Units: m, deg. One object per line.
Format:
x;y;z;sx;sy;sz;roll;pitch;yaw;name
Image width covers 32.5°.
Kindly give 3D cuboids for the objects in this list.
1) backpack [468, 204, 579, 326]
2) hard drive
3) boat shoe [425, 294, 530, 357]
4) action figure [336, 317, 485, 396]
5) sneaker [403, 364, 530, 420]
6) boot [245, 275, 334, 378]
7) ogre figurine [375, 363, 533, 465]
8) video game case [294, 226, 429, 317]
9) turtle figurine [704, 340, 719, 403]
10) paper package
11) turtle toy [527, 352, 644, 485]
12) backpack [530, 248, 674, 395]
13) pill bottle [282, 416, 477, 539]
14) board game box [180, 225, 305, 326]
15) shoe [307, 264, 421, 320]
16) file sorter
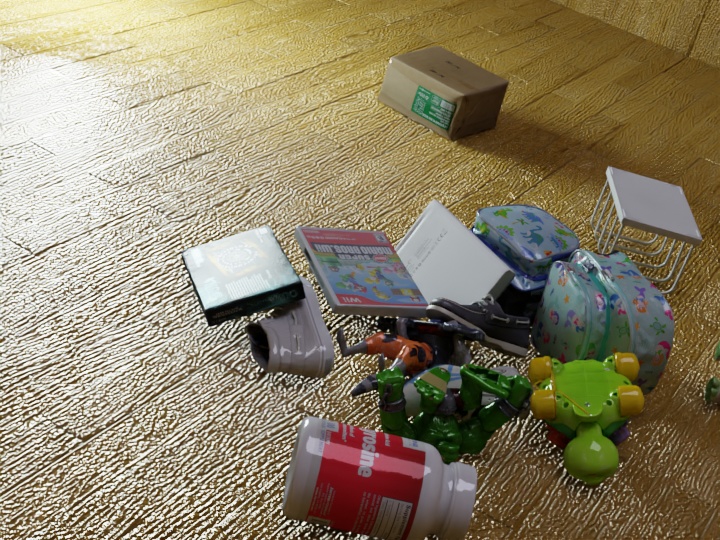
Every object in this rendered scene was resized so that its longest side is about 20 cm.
0.252;-0.009;1.869;0.199;0.148;0.183;-7;38;-41;backpack
0.126;0.000;1.809;0.027;0.132;0.200;29;13;-44;hard drive
0.165;0.064;1.702;0.199;0.063;0.072;26;-12;-40;boat shoe
0.062;0.114;1.645;0.192;0.106;0.199;4;0;-33;action figure
0.131;0.164;1.580;0.198;0.072;0.073;-3;42;-25;sneaker
-0.105;0.068;1.623;0.095;0.074;0.200;4;28;-22;boot
0.104;0.173;1.492;0.199;0.121;0.098;-11;42;-38;ogre figurine
0.000;0.000;1.733;0.142;0.018;0.200;3;33;-24;video game case
0.598;0.165;1.742;0.192;0.145;0.200;16;24;8;turtle figurine
0.168;-0.363;2.506;0.199;0.104;0.190;32;34;27;paper package
0.290;0.187;1.581;0.144;0.102;0.200;-3;30;9;turtle toy
0.340;0.079;1.722;0.149;0.179;0.200;-2;31;-28;backpack
0.021;0.234;1.348;0.198;0.113;0.113;13;28;-5;pill bottle
-0.163;0.004;1.679;0.134;0.028;0.200;-17;28;-10;board game box
0.004;0.027;1.786;0.199;0.054;0.070;36;3;25;shoe
0.479;-0.065;2.109;0.138;0.125;0.200;15;28;-4;file sorter
